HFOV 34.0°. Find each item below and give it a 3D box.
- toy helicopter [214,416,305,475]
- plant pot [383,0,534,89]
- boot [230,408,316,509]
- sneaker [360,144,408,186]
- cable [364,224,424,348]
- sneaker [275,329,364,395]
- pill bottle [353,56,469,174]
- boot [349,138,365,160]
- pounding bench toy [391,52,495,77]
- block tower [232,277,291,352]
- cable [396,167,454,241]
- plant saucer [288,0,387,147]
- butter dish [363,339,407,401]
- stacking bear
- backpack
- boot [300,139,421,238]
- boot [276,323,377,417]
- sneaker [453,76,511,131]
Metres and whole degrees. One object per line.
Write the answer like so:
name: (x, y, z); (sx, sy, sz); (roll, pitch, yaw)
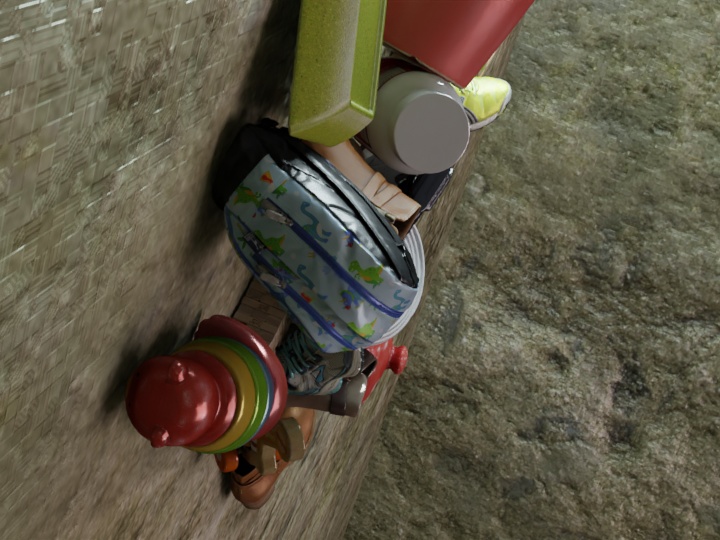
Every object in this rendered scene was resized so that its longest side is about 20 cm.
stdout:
toy helicopter: (-0.108, 0.167, 1.325); (0.200, 0.078, 0.134); (-175, -102, -65)
plant pot: (0.099, -0.312, 1.304); (0.179, 0.199, 0.200); (-61, 173, 8)
boot: (-0.123, 0.224, 1.620); (0.201, 0.076, 0.156); (-57, 165, -22)
sneaker: (0.040, -0.118, 1.523); (0.076, 0.115, 0.200); (-61, -177, -15)
cable: (0.000, 0.000, 1.478); (0.200, 0.069, 0.202); (42, 58, -41)
sneaker: (-0.054, 0.098, 1.324); (0.200, 0.085, 0.078); (117, -40, -59)
pill bottle: (0.051, -0.171, 1.312); (0.200, 0.111, 0.113); (-129, -123, -68)
boot: (-0.035, -0.052, 1.352); (0.091, 0.072, 0.202); (108, -12, -60)
pounding bench toy: (0.113, -0.313, 1.556); (0.201, 0.123, 0.157); (-59, 168, -48)
block tower: (-0.117, 0.072, 1.291); (0.058, 0.054, 0.201); (95, 18, -62)
cable: (0.044, -0.056, 1.386); (0.201, 0.051, 0.163); (-58, -179, -18)
plant saucer: (-0.013, -0.217, 1.083); (0.200, 0.047, 0.202); (-15, 111, -80)
butter dish: (-0.001, 0.119, 1.780); (0.200, 0.146, 0.201); (-74, 178, -48)
stacking bear: (-0.144, 0.111, 1.051); (0.200, 0.113, 0.123); (7, 104, -77)
backpack: (-0.037, -0.024, 1.057); (0.155, 0.199, 0.163); (-60, 173, 4)
boot: (-0.007, -0.098, 1.217); (0.074, 0.153, 0.201); (92, 21, -66)
boot: (-0.068, 0.148, 1.476); (0.071, 0.145, 0.201); (104, 12, -54)
sneaker: (0.101, -0.224, 1.498); (0.077, 0.198, 0.076); (99, -21, -51)
